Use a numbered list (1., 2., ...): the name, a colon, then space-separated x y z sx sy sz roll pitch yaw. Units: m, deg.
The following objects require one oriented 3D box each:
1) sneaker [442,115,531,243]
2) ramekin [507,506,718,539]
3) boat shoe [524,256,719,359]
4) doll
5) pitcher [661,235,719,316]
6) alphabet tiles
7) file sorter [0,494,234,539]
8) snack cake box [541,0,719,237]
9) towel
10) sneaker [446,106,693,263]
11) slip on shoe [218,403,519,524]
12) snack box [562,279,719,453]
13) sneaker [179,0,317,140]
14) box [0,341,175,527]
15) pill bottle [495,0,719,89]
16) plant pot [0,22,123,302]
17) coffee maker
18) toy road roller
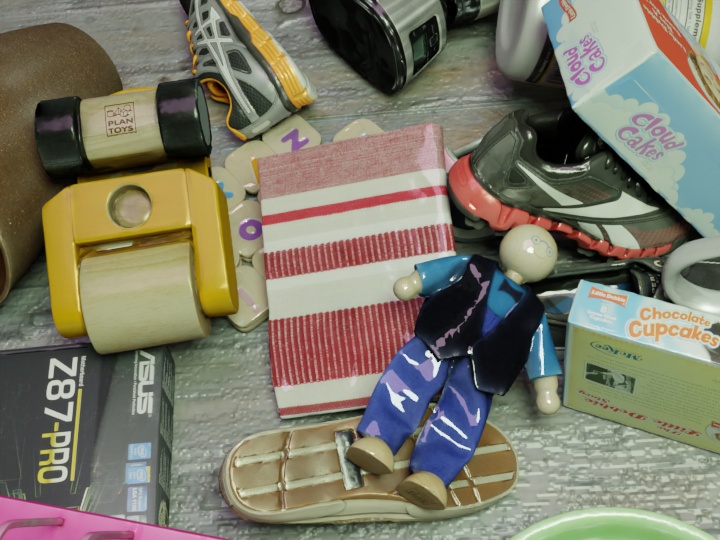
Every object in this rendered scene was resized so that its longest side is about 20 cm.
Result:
1. sneaker: 0.148 -0.091 0.856 0.199 0.082 0.070 -26 53 -10
2. ramekin: 0.144 0.245 0.628 0.198 0.098 0.202 -4 57 5
3. boat shoe: 0.199 0.022 0.791 0.198 0.057 0.069 -9 56 3
4. doll: 0.074 0.054 0.732 0.136 0.048 0.201 33 68 -3
5. pitcher: 0.294 -0.003 0.683 0.170 0.200 0.122 19 60 -5
6. alphabet tiles: -0.043 -0.040 0.892 0.199 0.015 0.196 -37 57 -16
7. file sorter: -0.155 0.215 0.635 0.198 0.125 0.140 9 81 5
8. snack cake box: 0.218 -0.111 0.783 0.067 0.199 0.116 -33 40 29
9. towel: 0.000 0.000 0.812 0.143 0.023 0.202 -9 73 14
10. sneaker: 0.164 -0.063 0.792 0.199 0.098 0.071 11 43 -22
11. slip on shoe: 0.005 0.134 0.745 0.198 0.061 0.077 -5 71 -16
12. snack box: 0.229 0.075 0.716 0.198 0.117 0.037 16 60 17
13. sneaker: -0.116 -0.189 0.967 0.077 0.078 0.200 -42 51 5
14. box: -0.211 0.148 0.772 0.159 0.049 0.202 -4 57 1
15. pill bottle: 0.214 -0.191 0.878 0.198 0.113 0.113 8 56 -8
16. plant pot: -0.283 -0.105 0.888 0.186 0.188 0.200 21 48 20
17. coffee maker: 0.052 -0.266 0.974 0.199 0.135 0.192 -33 35 -15
18. toy road roller: -0.155 -0.038 0.832 0.122 0.146 0.202 -8 78 1
